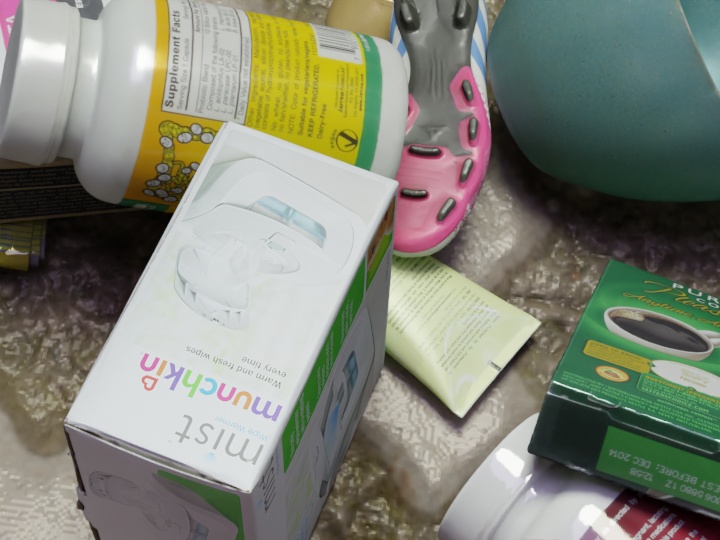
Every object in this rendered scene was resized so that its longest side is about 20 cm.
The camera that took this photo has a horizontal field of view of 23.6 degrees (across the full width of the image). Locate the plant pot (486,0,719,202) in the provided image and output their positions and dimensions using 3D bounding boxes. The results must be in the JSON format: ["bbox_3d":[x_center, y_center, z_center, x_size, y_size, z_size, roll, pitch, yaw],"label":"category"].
[{"bbox_3d":[0.153,-0.122,0.993,0.135,0.200,0.200,-20,55,28],"label":"plant pot"}]

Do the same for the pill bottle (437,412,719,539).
[{"bbox_3d":[0.140,0.164,0.850,0.200,0.113,0.113,39,66,18],"label":"pill bottle"}]

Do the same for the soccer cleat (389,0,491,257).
[{"bbox_3d":[0.047,-0.088,1.012,0.070,0.086,0.200,2,64,12],"label":"soccer cleat"}]

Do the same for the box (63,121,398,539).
[{"bbox_3d":[-0.060,0.060,0.855,0.097,0.200,0.177,19,60,9],"label":"box"}]

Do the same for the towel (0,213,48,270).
[{"bbox_3d":[-0.272,-0.073,1.005,0.200,0.023,0.144,8,60,-13],"label":"towel"}]

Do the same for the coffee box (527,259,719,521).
[{"bbox_3d":[0.164,0.059,0.888,0.123,0.044,0.200,19,22,9],"label":"coffee box"}]

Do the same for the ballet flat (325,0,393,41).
[{"bbox_3d":[0.050,-0.211,1.095,0.069,0.063,0.200,38,66,17],"label":"ballet flat"}]

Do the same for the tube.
[{"bbox_3d":[0.000,0.000,0.984,0.200,0.052,0.058,35,105,14],"label":"tube"}]

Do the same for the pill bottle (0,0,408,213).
[{"bbox_3d":[-0.086,-0.084,0.908,0.200,0.113,0.113,9,58,-17],"label":"pill bottle"}]

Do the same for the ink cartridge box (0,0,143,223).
[{"bbox_3d":[-0.183,-0.133,1.010,0.165,0.075,0.200,-7,65,-23],"label":"ink cartridge box"}]
